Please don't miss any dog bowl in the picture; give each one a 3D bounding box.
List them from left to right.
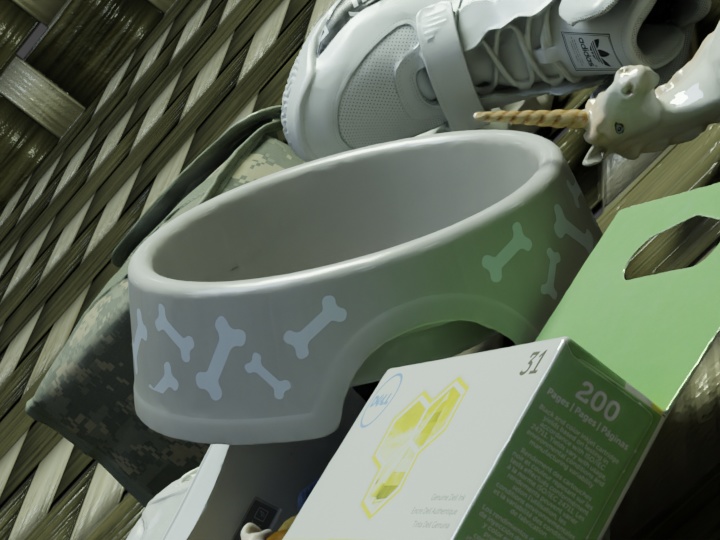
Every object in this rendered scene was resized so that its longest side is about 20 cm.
[{"bbox_3d":[0.000,0.000,0.853,0.199,0.059,0.200,-14,15,4],"label":"dog bowl"}]

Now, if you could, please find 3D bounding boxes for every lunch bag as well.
[{"bbox_3d":[-0.067,0.004,1.175,0.164,0.118,0.200,-43,11,38],"label":"lunch bag"}]

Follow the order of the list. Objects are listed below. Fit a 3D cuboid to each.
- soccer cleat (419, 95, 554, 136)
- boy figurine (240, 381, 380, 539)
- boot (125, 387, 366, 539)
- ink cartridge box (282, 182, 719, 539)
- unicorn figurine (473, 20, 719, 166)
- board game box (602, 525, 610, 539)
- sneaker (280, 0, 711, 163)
[{"bbox_3d":[0.050,-0.061,1.054,0.078,0.069,0.200,-47,17,33],"label":"soccer cleat"},{"bbox_3d":[-0.033,0.124,0.866,0.200,0.064,0.124,-52,16,-12],"label":"boy figurine"},{"bbox_3d":[-0.054,0.094,0.980,0.200,0.073,0.096,-55,21,-7],"label":"boot"},{"bbox_3d":[0.051,0.040,0.691,0.200,0.048,0.145,-59,15,-16],"label":"ink cartridge box"},{"bbox_3d":[0.159,-0.103,0.814,0.200,0.074,0.137,-42,6,-30],"label":"unicorn figurine"},{"bbox_3d":[0.019,0.149,0.686,0.134,0.034,0.200,-44,16,29],"label":"board game box"},{"bbox_3d":[0.065,-0.099,0.955,0.200,0.075,0.115,-33,35,-10],"label":"sneaker"}]
